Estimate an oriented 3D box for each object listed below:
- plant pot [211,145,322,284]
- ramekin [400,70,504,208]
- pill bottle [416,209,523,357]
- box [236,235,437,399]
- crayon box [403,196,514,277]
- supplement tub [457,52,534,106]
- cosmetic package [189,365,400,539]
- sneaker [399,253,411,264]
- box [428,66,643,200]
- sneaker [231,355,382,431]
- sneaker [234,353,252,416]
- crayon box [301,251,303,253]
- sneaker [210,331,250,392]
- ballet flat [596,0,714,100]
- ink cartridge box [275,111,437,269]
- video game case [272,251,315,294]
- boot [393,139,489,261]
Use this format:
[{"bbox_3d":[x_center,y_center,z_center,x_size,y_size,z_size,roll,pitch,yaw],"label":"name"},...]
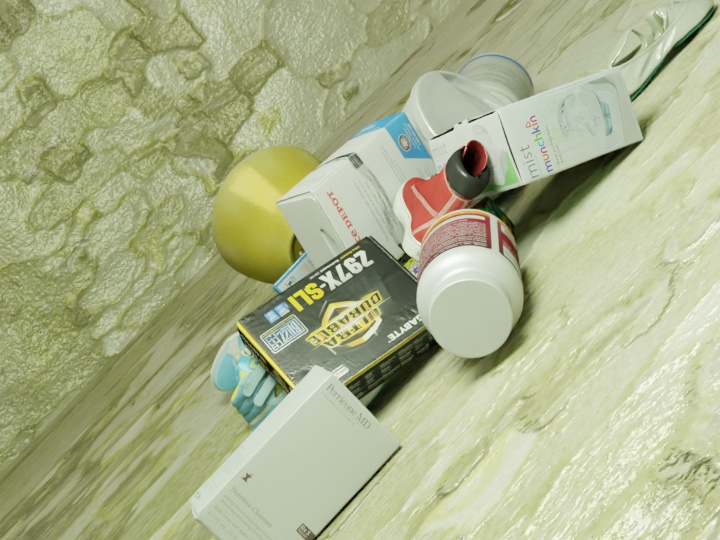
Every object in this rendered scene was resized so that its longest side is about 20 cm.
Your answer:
[{"bbox_3d":[-0.088,-0.060,1.842,0.200,0.200,0.142,-46,36,-9],"label":"plant pot"},{"bbox_3d":[0.134,-0.171,1.814,0.094,0.202,0.203,-49,7,37],"label":"ramekin"},{"bbox_3d":[0.116,0.015,1.403,0.113,0.113,0.200,-41,12,16],"label":"pill bottle"},{"bbox_3d":[-0.018,0.066,1.517,0.199,0.050,0.160,-33,50,-17],"label":"box"},{"bbox_3d":[0.099,0.008,1.620,0.200,0.058,0.119,-40,12,19],"label":"crayon box"},{"bbox_3d":[0.193,-0.241,1.987,0.132,0.132,0.200,-39,12,24],"label":"supplement tub"},{"bbox_3d":[-0.069,0.209,1.367,0.200,0.113,0.081,-48,11,-6],"label":"cosmetic package"},{"bbox_3d":[0.057,0.008,1.746,0.199,0.080,0.074,-27,18,-6],"label":"sneaker"},{"bbox_3d":[0.206,-0.160,1.592,0.176,0.097,0.200,-22,4,-22],"label":"box"},{"bbox_3d":[-0.072,0.132,1.555,0.200,0.131,0.080,-36,14,24],"label":"sneaker"},{"bbox_3d":[-0.122,0.116,1.888,0.201,0.074,0.082,-60,0,-1],"label":"sneaker"},{"bbox_3d":[-0.047,-0.033,2.074,0.058,0.119,0.200,-45,12,-6],"label":"crayon box"},{"bbox_3d":[-0.160,0.127,2.042,0.200,0.080,0.131,-43,10,8],"label":"sneaker"},{"bbox_3d":[0.382,-0.302,1.717,0.200,0.069,0.069,-46,12,-11],"label":"ballet flat"},{"bbox_3d":[0.009,-0.087,1.691,0.084,0.145,0.200,-12,24,51],"label":"ink cartridge box"},{"bbox_3d":[0.000,0.000,1.774,0.200,0.143,0.018,-47,3,-12],"label":"video game case"},{"bbox_3d":[0.104,-0.103,1.576,0.145,0.072,0.200,-61,14,19],"label":"boot"}]
